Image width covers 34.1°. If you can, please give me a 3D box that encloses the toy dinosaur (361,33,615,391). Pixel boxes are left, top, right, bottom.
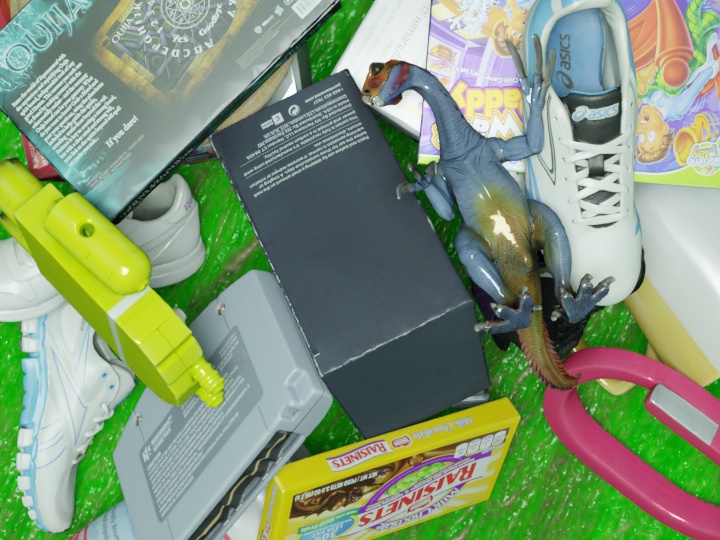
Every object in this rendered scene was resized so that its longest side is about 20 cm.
[{"bbox_3d":[0.061,-0.040,0.701,0.105,0.200,0.182,-18,52,-16],"label":"toy dinosaur"}]

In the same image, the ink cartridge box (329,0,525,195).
[{"bbox_3d":[0.101,-0.142,0.850,0.200,0.146,0.147,31,95,-1],"label":"ink cartridge box"}]

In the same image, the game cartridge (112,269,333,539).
[{"bbox_3d":[-0.101,0.103,0.813,0.200,0.040,0.134,-51,48,25],"label":"game cartridge"}]

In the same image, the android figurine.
[{"bbox_3d":[-0.162,0.015,0.764,0.200,0.182,0.041,43,72,9],"label":"android figurine"}]

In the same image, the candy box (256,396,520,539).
[{"bbox_3d":[0.021,0.158,0.861,0.199,0.102,0.026,-13,49,-27],"label":"candy box"}]

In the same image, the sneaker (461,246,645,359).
[{"bbox_3d":[0.147,0.024,0.842,0.076,0.200,0.088,-18,96,-18],"label":"sneaker"}]

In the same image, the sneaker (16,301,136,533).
[{"bbox_3d":[-0.220,0.108,0.921,0.086,0.075,0.201,2,94,-3],"label":"sneaker"}]

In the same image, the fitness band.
[{"bbox_3d":[0.227,0.133,0.870,0.200,0.144,0.037,39,62,-1],"label":"fitness band"}]

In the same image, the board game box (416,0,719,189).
[{"bbox_3d":[0.141,-0.127,0.754,0.199,0.045,0.135,4,96,1],"label":"board game box"}]

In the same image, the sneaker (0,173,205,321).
[{"bbox_3d":[-0.216,-0.026,0.876,0.199,0.075,0.100,-15,137,-20],"label":"sneaker"}]

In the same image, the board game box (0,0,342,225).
[{"bbox_3d":[-0.129,-0.145,0.725,0.200,0.028,0.135,-43,90,5],"label":"board game box"}]

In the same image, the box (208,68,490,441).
[{"bbox_3d":[0.000,0.000,0.802,0.104,0.200,0.182,-26,68,0],"label":"box"}]

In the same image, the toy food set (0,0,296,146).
[{"bbox_3d":[-0.135,-0.176,0.763,0.197,0.049,0.201,-19,93,4],"label":"toy food set"}]

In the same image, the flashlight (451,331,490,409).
[{"bbox_3d":[-0.001,0.081,0.913,0.199,0.068,0.068,-7,132,5],"label":"flashlight"}]

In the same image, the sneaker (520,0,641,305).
[{"bbox_3d":[0.133,-0.073,0.700,0.072,0.072,0.201,-9,102,2],"label":"sneaker"}]

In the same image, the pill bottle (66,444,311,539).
[{"bbox_3d":[-0.125,0.202,0.902,0.200,0.109,0.109,-35,91,4],"label":"pill bottle"}]

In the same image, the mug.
[{"bbox_3d":[0.232,-0.003,0.860,0.186,0.149,0.153,-40,83,-2],"label":"mug"}]

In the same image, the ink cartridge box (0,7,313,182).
[{"bbox_3d":[-0.138,-0.151,0.861,0.199,0.145,0.145,-10,92,4],"label":"ink cartridge box"}]
